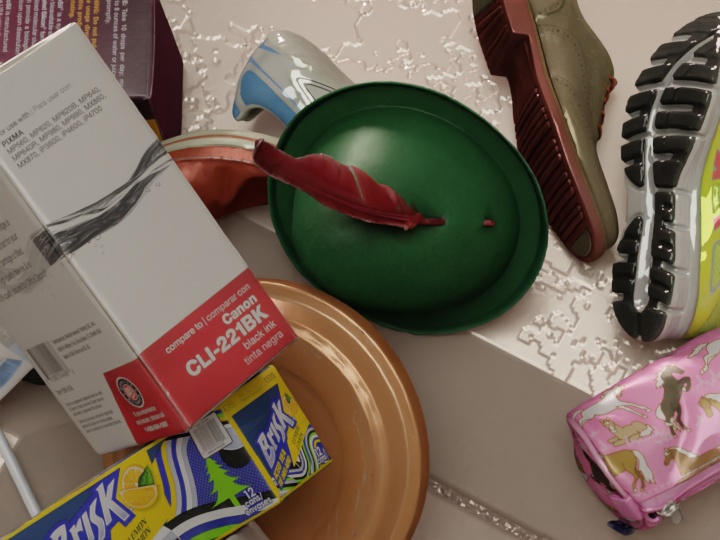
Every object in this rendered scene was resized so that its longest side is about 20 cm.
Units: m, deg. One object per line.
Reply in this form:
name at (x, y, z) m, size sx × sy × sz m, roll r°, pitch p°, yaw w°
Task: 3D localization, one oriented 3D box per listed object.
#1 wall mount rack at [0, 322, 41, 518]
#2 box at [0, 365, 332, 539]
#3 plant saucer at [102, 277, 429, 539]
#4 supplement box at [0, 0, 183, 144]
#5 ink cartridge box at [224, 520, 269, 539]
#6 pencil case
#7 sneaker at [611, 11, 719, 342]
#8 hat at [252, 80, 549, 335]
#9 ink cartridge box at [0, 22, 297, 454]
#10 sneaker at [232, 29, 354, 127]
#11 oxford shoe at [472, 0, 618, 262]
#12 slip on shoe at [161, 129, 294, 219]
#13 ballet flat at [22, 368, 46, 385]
wall mount rack at (-0.201, 0.071, 1.174) m, size 0.173 × 0.200 × 0.075 m, roll 38°, pitch 34°, yaw -16°
box at (-0.115, 0.131, 1.103) m, size 0.199 × 0.070 × 0.065 m, roll -32°, pitch 90°, yaw 29°
plant saucer at (-0.059, 0.106, 1.160) m, size 0.199 × 0.032 × 0.202 m, roll 2°, pitch 96°, yaw 18°
supplement box at (-0.217, -0.115, 1.262) m, size 0.198 × 0.110 × 0.086 m, roll -2°, pitch 67°, yaw 4°
ink cartridge box at (-0.033, 0.237, 1.068) m, size 0.083 × 0.147 × 0.200 m, roll -39°, pitch 87°, yaw 1°
pencil case at (0.219, 0.075, 1.173) m, size 0.199 × 0.083 × 0.087 m, roll -29°, pitch 87°, yaw -7°
sneaker at (0.209, -0.053, 1.215) m, size 0.090 × 0.078 × 0.202 m, roll 10°, pitch 91°, yaw -28°
hat at (0.000, 0.000, 1.129) m, size 0.200 × 0.166 × 0.176 m, roll 37°, pitch 33°, yaw -9°
ink cartridge box at (-0.144, -0.012, 1.058) m, size 0.084 × 0.144 × 0.200 m, roll -40°, pitch 99°, yaw -26°
sneaker at (0.010, -0.072, 1.261) m, size 0.199 × 0.072 × 0.073 m, roll 34°, pitch 109°, yaw 9°
oxford shoe at (0.133, -0.104, 1.257) m, size 0.074 × 0.070 × 0.201 m, roll -11°, pitch 76°, yaw -19°
slip on shoe at (-0.124, -0.042, 1.247) m, size 0.198 × 0.074 × 0.062 m, roll -7°, pitch 60°, yaw 8°
ballet flat at (-0.253, -0.001, 1.246) m, size 0.199 × 0.068 × 0.068 m, roll 29°, pitch 76°, yaw 14°
